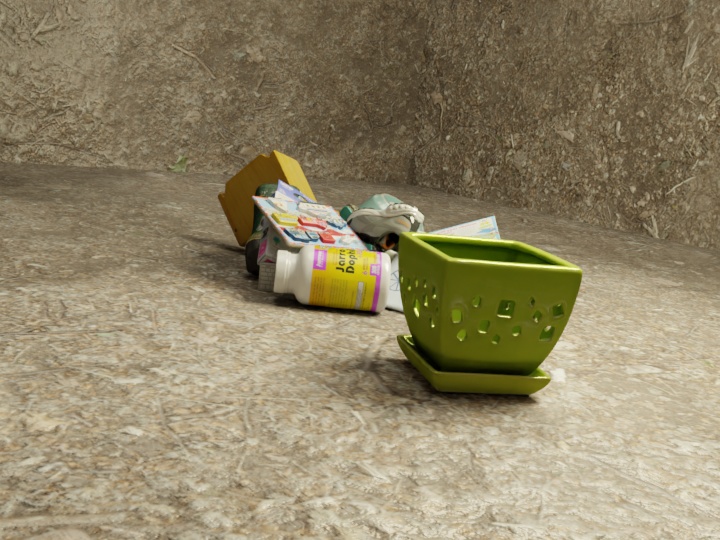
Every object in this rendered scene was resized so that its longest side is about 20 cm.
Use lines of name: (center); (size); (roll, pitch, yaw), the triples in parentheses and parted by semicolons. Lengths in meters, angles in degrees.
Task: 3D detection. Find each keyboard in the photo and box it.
keyboard: (-0.086, 0.020, 1.494); (0.196, 0.057, 0.011); (6, 24, -5)

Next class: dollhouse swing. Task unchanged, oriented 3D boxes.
dollhouse swing: (-0.174, -0.152, 1.857); (0.199, 0.184, 0.175); (-33, -12, 33)

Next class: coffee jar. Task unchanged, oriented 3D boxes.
coffee jar: (-0.173, -0.079, 1.649); (0.102, 0.086, 0.202); (4, 49, 1)

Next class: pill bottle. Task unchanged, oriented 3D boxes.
pill bottle: (-0.050, 0.012, 1.430); (0.196, 0.106, 0.104); (6, 11, -5)

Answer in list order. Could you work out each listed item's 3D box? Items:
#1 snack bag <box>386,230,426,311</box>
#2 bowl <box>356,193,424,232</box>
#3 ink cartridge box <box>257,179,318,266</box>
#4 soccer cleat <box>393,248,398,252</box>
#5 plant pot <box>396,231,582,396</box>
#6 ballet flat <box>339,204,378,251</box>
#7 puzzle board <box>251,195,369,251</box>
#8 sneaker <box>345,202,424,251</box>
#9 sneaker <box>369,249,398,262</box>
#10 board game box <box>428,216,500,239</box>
snack bag: (0.136, 0.010, 1.492); (0.198, 0.022, 0.190); (13, 55, 33)
bowl: (0.068, -0.100, 1.875); (0.199, 0.106, 0.201); (32, 19, -12)
ink cartridge box: (-0.130, -0.070, 1.568); (0.118, 0.042, 0.202); (29, 45, -26)
soccer cleat: (0.106, -0.023, 1.729); (0.199, 0.069, 0.078); (35, 30, -29)
plant pot: (0.159, 0.059, 1.112); (0.196, 0.185, 0.200); (4, 10, -16)
ballet flat: (0.016, -0.059, 1.749); (0.075, 0.068, 0.202); (11, 44, -38)
puzzle board: (-0.091, -0.088, 1.535); (0.198, 0.018, 0.151); (4, 36, -44)
sneaker: (0.033, -0.075, 1.579); (0.074, 0.080, 0.199); (34, -28, -34)
sneaker: (0.000, 0.000, 1.583); (0.198, 0.082, 0.076); (-3, 13, -45)
board game box: (0.175, -0.041, 1.593); (0.197, 0.035, 0.135); (-14, 26, 10)
